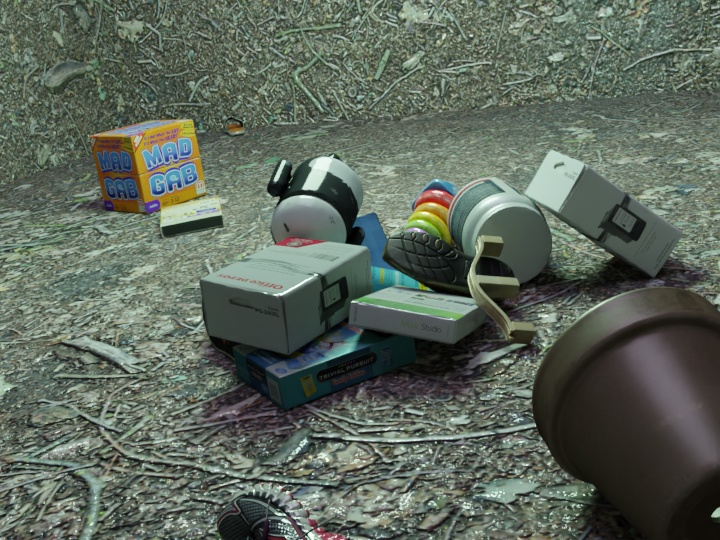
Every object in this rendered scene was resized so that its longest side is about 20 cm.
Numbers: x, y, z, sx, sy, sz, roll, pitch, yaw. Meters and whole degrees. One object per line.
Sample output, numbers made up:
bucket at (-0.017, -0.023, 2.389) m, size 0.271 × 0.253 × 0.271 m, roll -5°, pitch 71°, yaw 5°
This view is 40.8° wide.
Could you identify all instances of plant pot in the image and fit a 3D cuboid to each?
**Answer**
plant pot at (0.266, 0.142, 0.820) m, size 0.197 × 0.202 × 0.175 m, roll -11°, pitch 34°, yaw -8°

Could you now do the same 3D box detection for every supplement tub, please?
supplement tub at (0.223, -0.064, 1.559) m, size 0.138 × 0.142 × 0.200 m, roll -9°, pitch 16°, yaw -3°

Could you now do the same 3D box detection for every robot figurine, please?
robot figurine at (-0.067, -0.095, 1.500) m, size 0.148 × 0.126 × 0.201 m, roll 12°, pitch 40°, yaw 8°

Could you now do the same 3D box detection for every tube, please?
tube at (0.050, 0.025, 1.447) m, size 0.197 × 0.051 × 0.078 m, roll 10°, pitch 40°, yaw -5°

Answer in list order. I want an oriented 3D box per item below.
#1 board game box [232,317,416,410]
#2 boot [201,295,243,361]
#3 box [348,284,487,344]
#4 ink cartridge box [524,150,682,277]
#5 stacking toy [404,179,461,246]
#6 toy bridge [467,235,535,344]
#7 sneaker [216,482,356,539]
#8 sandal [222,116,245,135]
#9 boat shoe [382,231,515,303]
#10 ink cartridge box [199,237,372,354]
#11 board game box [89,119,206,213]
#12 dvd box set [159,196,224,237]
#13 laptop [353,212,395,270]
board game box at (-0.049, 0.111, 1.286) m, size 0.198 × 0.048 × 0.150 m, roll -18°, pitch 19°, yaw -27°
boot at (-0.145, 0.072, 1.428) m, size 0.143 × 0.073 × 0.199 m, roll -17°, pitch 27°, yaw -27°
box at (0.083, 0.056, 1.301) m, size 0.142 × 0.037 × 0.200 m, roll 10°, pitch 7°, yaw 19°
ink cartridge box at (0.366, -0.089, 1.479) m, size 0.199 × 0.084 × 0.145 m, roll 31°, pitch 7°, yaw -18°
stacking toy at (0.110, -0.055, 1.677) m, size 0.200 × 0.116 × 0.110 m, roll -48°, pitch 1°, yaw -39°
toy bridge at (0.184, 0.024, 1.326) m, size 0.066 × 0.027 × 0.201 m, roll 5°, pitch 40°, yaw -13°
sneaker at (-0.064, 0.241, 0.809) m, size 0.074 × 0.082 × 0.199 m, roll -23°, pitch 22°, yaw -35°
sandal at (-0.474, -0.551, 3.653) m, size 0.078 × 0.060 × 0.207 m, roll -13°, pitch 17°, yaw -14°
boat shoe at (0.125, 0.008, 1.416) m, size 0.198 × 0.074 × 0.076 m, roll 21°, pitch 60°, yaw -3°
ink cartridge box at (-0.097, 0.028, 1.309) m, size 0.144 × 0.085 × 0.199 m, roll 9°, pitch 24°, yaw 33°
board game box at (-0.558, -0.277, 2.549) m, size 0.198 × 0.203 × 0.199 m, roll 8°, pitch 23°, yaw 43°
dvd box set at (-0.396, -0.127, 2.267) m, size 0.144 × 0.030 × 0.200 m, roll -12°, pitch 18°, yaw -9°
laptop at (0.000, 0.000, 1.504) m, size 0.185 × 0.117 × 0.199 m, roll -17°, pitch 19°, yaw -25°
